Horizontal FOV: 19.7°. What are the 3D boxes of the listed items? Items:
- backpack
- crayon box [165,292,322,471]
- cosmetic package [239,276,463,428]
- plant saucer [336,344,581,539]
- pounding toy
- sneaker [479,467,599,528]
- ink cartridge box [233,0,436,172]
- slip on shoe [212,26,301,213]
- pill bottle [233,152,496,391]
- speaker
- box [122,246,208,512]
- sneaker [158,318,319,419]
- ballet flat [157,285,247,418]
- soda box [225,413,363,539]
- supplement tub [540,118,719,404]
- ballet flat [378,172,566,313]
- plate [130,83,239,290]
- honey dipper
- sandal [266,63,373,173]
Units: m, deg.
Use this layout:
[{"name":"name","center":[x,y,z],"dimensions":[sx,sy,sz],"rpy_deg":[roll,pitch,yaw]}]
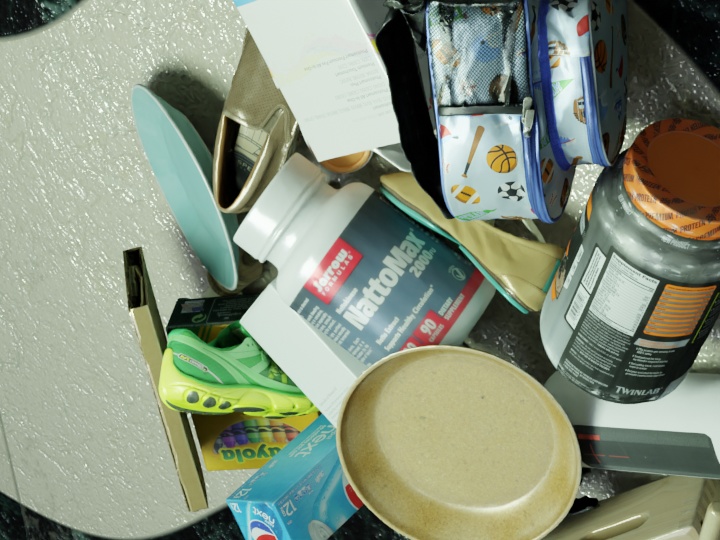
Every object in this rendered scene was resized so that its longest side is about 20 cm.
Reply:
[{"name":"backpack","center":[0.111,-0.130,1.430],"dimensions":[0.153,0.200,0.192],"rpy_deg":[10,115,19]},{"name":"crayon box","center":[-0.095,0.117,1.932],"dimensions":[0.126,0.051,0.202],"rpy_deg":[-5,123,14]},{"name":"cosmetic package","center":[0.007,0.071,1.778],"dimensions":[0.200,0.113,0.081],"rpy_deg":[48,143,6]},{"name":"plant saucer","center":[0.080,0.136,1.643],"dimensions":[0.198,0.036,0.202],"rpy_deg":[8,122,12]},{"name":"pounding toy","center":[0.245,0.255,1.633],"dimensions":[0.199,0.142,0.185],"rpy_deg":[-23,105,26]},{"name":"sneaker","center":[0.112,0.186,1.737],"dimensions":[0.198,0.104,0.061],"rpy_deg":[-10,98,23]},{"name":"ink cartridge box","center":[0.009,-0.181,1.543],"dimensions":[0.125,0.128,0.201],"rpy_deg":[-8,114,49]},{"name":"slip on shoe","center":[-0.083,-0.137,1.710],"dimensions":[0.076,0.060,0.201],"rpy_deg":[33,127,23]},{"name":"pill bottle","center":[0.000,0.000,1.690],"dimensions":[0.199,0.120,0.120],"rpy_deg":[37,143,0]},{"name":"speaker","center":[0.233,0.118,1.609],"dimensions":[0.199,0.081,0.082],"rpy_deg":[0,121,46]},{"name":"box","center":[-0.177,0.095,1.867],"dimensions":[0.164,0.021,0.202],"rpy_deg":[-113,8,-69]},{"name":"sneaker","center":[-0.087,0.085,1.809],"dimensions":[0.074,0.199,0.085],"rpy_deg":[-15,73,46]},{"name":"ballet flat","center":[-0.154,0.089,1.998],"dimensions":[0.069,0.069,0.201],"rpy_deg":[41,142,12]},{"name":"soda box","center":[-0.022,0.171,1.817],"dimensions":[0.067,0.200,0.065],"rpy_deg":[-3,119,47]},{"name":"supplement tub","center":[0.210,-0.006,1.489],"dimensions":[0.122,0.122,0.201],"rpy_deg":[38,141,16]},{"name":"ballet flat","center":[0.092,-0.039,1.634],"dimensions":[0.200,0.063,0.068],"rpy_deg":[42,-173,39]},{"name":"plate","center":[-0.148,-0.077,1.839],"dimensions":[0.201,0.025,0.201],"rpy_deg":[57,165,24]},{"name":"honey dipper","center":[-0.074,-0.029,1.845],"dimensions":[0.038,0.038,0.200],"rpy_deg":[52,139,-3]},{"name":"sandal","center":[-0.030,-0.157,1.642],"dimensions":[0.078,0.059,0.208],"rpy_deg":[-18,122,5]}]
